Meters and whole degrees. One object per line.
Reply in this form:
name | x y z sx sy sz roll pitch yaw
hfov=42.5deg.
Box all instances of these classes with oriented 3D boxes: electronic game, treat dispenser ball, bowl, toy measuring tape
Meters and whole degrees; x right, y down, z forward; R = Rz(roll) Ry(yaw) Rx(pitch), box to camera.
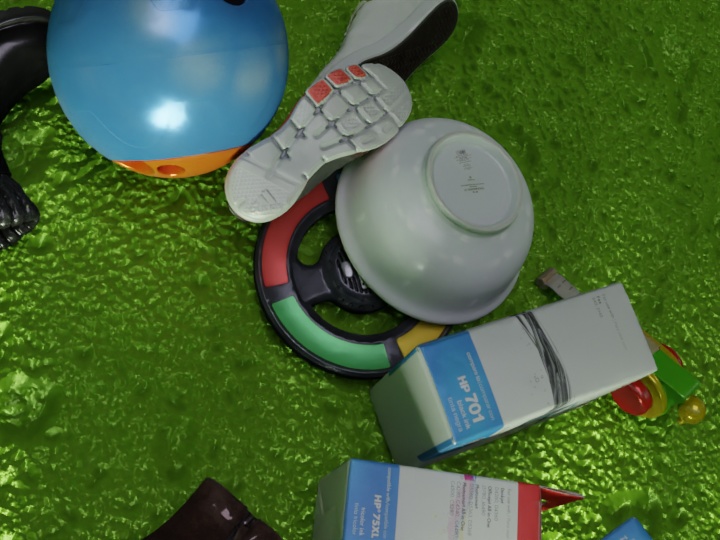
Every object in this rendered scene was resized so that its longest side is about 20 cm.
electronic game | 0.000 0.000 0.846 0.197 0.042 0.203 5 70 -14
treat dispenser ball | -0.159 -0.180 0.777 0.198 0.201 0.204 5 69 -14
bowl | 0.084 -0.061 0.833 0.198 0.090 0.204 10 65 -22
toy measuring tape | 0.244 0.080 0.890 0.073 0.074 0.200 -35 61 -24

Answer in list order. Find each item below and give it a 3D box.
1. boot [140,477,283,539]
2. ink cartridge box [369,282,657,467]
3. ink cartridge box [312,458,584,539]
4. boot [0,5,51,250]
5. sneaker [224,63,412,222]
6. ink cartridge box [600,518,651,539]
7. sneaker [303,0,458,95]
boot | -0.167 0.226 0.703 0.199 0.072 0.167 39 63 -7
ink cartridge box | 0.125 0.093 0.791 0.198 0.147 0.087 -14 73 -20
ink cartridge box | 0.069 0.207 0.750 0.197 0.116 0.068 11 67 -12
boot | -0.306 -0.109 0.773 0.210 0.080 0.158 -37 77 -14
sneaker | -0.044 -0.112 0.820 0.199 0.082 0.078 -36 93 -18
ink cartridge box | 0.207 0.317 0.697 0.145 0.086 0.201 -30 66 -16
sneaker | 0.004 -0.213 0.923 0.200 0.073 0.084 -42 55 -19
